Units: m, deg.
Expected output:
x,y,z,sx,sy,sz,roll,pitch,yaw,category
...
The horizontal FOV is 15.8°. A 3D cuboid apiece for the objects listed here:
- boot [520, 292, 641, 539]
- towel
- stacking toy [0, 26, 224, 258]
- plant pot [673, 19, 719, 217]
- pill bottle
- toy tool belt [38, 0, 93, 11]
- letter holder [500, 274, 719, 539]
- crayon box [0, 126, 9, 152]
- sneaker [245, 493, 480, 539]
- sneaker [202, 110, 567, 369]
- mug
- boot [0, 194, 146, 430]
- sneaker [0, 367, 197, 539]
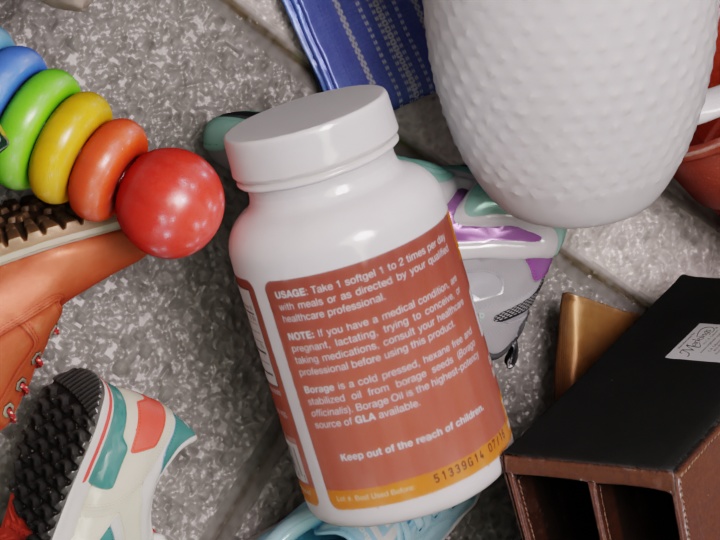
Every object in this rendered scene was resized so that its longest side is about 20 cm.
x,y,z,sx,sy,sz,roll,pitch,yaw,category
0.108,0.112,1.394,0.187,0.068,0.201,12,85,-29,boot
0.044,-0.179,1.421,0.199,0.024,0.146,-26,97,-17,towel
-0.157,-0.066,1.280,0.199,0.085,0.086,29,79,13,stacking toy
0.281,-0.058,1.414,0.201,0.201,0.195,-45,109,-14,plant pot
0.000,0.016,1.289,0.112,0.112,0.201,-21,106,-17,pill bottle
-0.176,-0.197,1.272,0.122,0.200,0.126,11,104,-1,toy tool belt
0.176,0.112,1.344,0.200,0.100,0.143,-39,123,-46,letter holder
-0.293,-0.098,1.242,0.172,0.058,0.201,-29,98,25,crayon box
0.006,0.138,1.367,0.200,0.082,0.074,-40,101,-16,sneaker
0.000,0.000,1.375,0.199,0.078,0.141,16,99,0,sneaker
0.129,-0.122,1.290,0.199,0.148,0.176,-10,122,-10,mug
-0.183,0.027,1.324,0.199,0.075,0.108,-25,109,-17,boot
-0.145,0.153,1.325,0.093,0.070,0.201,20,93,-39,sneaker
